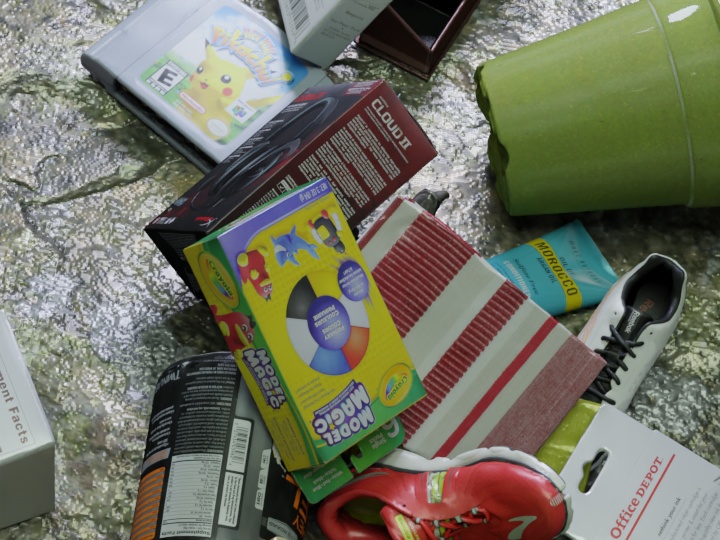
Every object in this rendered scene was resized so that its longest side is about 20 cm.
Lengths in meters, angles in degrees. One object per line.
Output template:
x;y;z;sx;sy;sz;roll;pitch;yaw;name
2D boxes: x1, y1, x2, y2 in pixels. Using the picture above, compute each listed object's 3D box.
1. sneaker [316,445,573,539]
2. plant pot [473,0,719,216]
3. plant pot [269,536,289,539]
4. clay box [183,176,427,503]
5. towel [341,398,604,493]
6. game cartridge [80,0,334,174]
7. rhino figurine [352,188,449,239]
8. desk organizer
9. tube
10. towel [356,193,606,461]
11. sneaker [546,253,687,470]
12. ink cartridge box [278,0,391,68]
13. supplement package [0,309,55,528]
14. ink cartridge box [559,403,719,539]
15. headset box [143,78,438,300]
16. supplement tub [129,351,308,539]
0.057;0.175;1.632;0.200;0.077;0.085;-4;24;36;sneaker
0.193;-0.121;1.817;0.189;0.200;0.201;-14;62;0;plant pot
-0.067;0.312;1.499;0.200;0.194;0.196;-23;56;30;plant pot
-0.031;0.049;1.613;0.115;0.048;0.200;-32;98;-41;clay box
0.075;0.116;1.717;0.199;0.018;0.086;14;86;10;towel
-0.110;-0.149;1.865;0.200;0.041;0.133;39;59;15;game cartridge
0.000;0.000;1.761;0.060;0.088;0.200;39;63;17;rhino figurine
0.076;-0.264;1.930;0.072;0.077;0.200;28;61;9;desk organizer
0.113;0.016;1.787;0.200;0.050;0.078;-18;70;-33;tube
0.060;0.059;1.685;0.200;0.023;0.144;40;89;-2;towel
0.184;0.067;1.748;0.074;0.080;0.200;28;67;6;sneaker
-0.009;-0.292;1.868;0.043;0.174;0.200;20;42;-36;ink cartridge box
-0.325;0.129;1.628;0.200;0.117;0.118;-18;64;-17;supplement package
0.229;0.200;1.679;0.200;0.067;0.116;32;61;5;ink cartridge box
-0.047;-0.065;1.735;0.200;0.149;0.077;-42;107;-16;headset box
-0.098;0.169;1.632;0.122;0.123;0.200;9;60;-2;supplement tub
